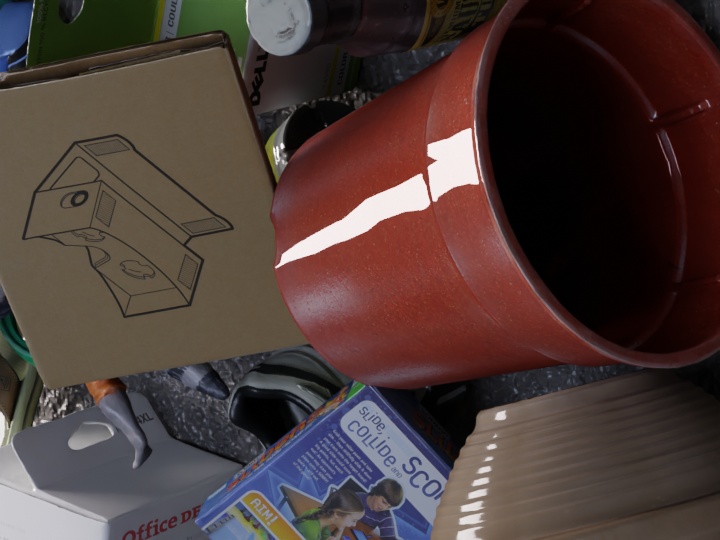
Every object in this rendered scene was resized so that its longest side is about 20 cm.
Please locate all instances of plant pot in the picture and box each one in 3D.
[{"bbox_3d":[0.068,-0.029,1.229,0.195,0.201,0.201,-20,90,47],"label":"plant pot"},{"bbox_3d":[0.117,0.103,1.213,0.201,0.201,0.093,-17,86,40],"label":"plant pot"}]

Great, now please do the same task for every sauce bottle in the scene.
[{"bbox_3d":[0.020,-0.140,1.219,0.066,0.200,0.066,13,112,34],"label":"sauce bottle"}]

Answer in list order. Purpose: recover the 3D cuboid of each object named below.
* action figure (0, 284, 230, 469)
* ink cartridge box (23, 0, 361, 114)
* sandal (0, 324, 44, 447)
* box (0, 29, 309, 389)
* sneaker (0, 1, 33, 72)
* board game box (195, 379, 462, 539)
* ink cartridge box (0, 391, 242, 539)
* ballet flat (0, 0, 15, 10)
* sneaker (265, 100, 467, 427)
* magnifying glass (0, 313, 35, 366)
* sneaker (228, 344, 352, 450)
[{"bbox_3d":[-0.133,-0.014,1.396,0.200,0.105,0.193,-44,100,-2],"label":"action figure"},{"bbox_3d":[-0.078,-0.158,1.289,0.076,0.200,0.148,26,118,30],"label":"ink cartridge box"},{"bbox_3d":[-0.243,0.072,1.542,0.080,0.057,0.201,-16,63,42],"label":"sandal"},{"bbox_3d":[-0.122,-0.028,1.288,0.163,0.021,0.200,-10,128,9],"label":"box"},{"bbox_3d":[-0.171,-0.071,1.482,0.078,0.070,0.200,-9,89,13],"label":"sneaker"},{"bbox_3d":[0.026,0.165,1.336,0.135,0.034,0.200,-39,100,19],"label":"board game box"},{"bbox_3d":[-0.162,0.187,1.498,0.125,0.129,0.200,17,113,34],"label":"ink cartridge box"},{"bbox_3d":[-0.216,-0.224,1.470,0.074,0.074,0.200,52,124,15],"label":"ballet flat"},{"bbox_3d":[0.000,0.000,1.366,0.090,0.078,0.200,-5,107,66],"label":"sneaker"},{"bbox_3d":[-0.222,-0.012,1.540,0.080,0.022,0.200,-42,59,-7],"label":"magnifying glass"},{"bbox_3d":[-0.002,0.132,1.385,0.200,0.088,0.076,48,124,16],"label":"sneaker"}]
